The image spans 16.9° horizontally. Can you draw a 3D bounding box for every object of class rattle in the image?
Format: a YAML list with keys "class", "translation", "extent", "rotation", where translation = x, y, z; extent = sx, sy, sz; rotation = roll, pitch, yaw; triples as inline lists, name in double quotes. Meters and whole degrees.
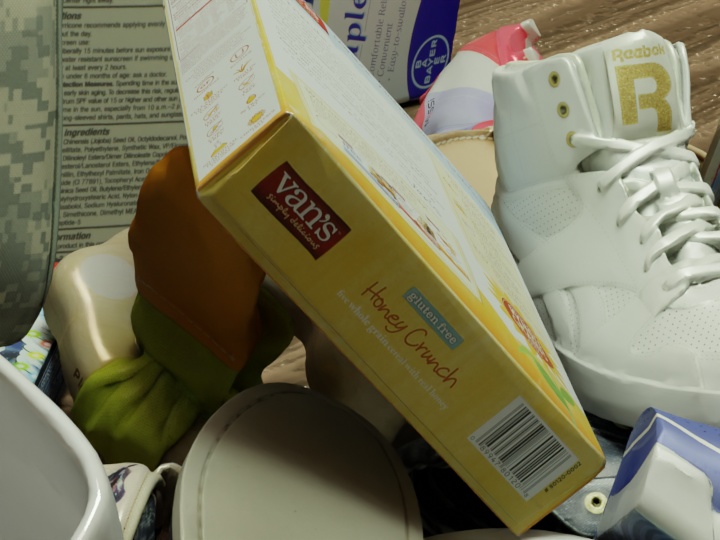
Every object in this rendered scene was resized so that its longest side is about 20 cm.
- class: "rattle"
  translation: [0.000, 0.000, 0.840]
  extent: [0.199, 0.143, 0.130]
  rotation: [-1, 32, -28]

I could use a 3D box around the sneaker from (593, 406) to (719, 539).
- class: "sneaker"
  translation: [0.173, 0.071, 0.705]
  extent: [0.199, 0.115, 0.081]
  rotation: [25, -16, -4]

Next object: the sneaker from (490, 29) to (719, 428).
- class: "sneaker"
  translation: [0.094, -0.019, 0.800]
  extent: [0.073, 0.116, 0.200]
  rotation: [-8, 17, -24]

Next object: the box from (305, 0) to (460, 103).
- class: "box"
  translation: [-0.043, -0.171, 1.197]
  extent: [0.105, 0.185, 0.200]
  rotation: [27, 29, 36]

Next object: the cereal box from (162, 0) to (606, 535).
- class: "cereal box"
  translation: [0.001, -0.021, 0.742]
  extent: [0.144, 0.039, 0.200]
  rotation: [47, 10, -21]

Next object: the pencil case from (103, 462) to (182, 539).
- class: "pencil case"
  translation: [-0.150, 0.075, 0.685]
  extent: [0.199, 0.078, 0.090]
  rotation: [10, 66, 8]

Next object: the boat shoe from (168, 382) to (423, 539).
- class: "boat shoe"
  translation: [-0.030, 0.104, 0.648]
  extent: [0.072, 0.063, 0.200]
  rotation: [25, 31, -10]

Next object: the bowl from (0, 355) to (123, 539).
- class: "bowl"
  translation: [-0.161, 0.093, 0.568]
  extent: [0.199, 0.075, 0.200]
  rotation: [30, 66, 39]

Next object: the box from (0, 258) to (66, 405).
- class: "box"
  translation: [-0.204, 0.024, 0.855]
  extent: [0.199, 0.040, 0.137]
  rotation: [8, 21, 0]

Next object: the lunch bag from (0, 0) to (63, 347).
- class: "lunch bag"
  translation: [-0.201, -0.045, 0.730]
  extent: [0.167, 0.140, 0.200]
  rotation: [3, 1, -31]

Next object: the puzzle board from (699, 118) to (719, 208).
- class: "puzzle board"
  translation: [0.153, -0.044, 0.939]
  extent: [0.017, 0.151, 0.200]
  rotation: [27, 41, 11]

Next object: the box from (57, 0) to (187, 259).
- class: "box"
  translation: [-0.105, -0.107, 0.993]
  extent: [0.127, 0.201, 0.109]
  rotation: [-3, 25, -26]

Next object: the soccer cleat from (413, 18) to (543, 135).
- class: "soccer cleat"
  translation: [0.053, -0.048, 1.106]
  extent: [0.076, 0.067, 0.200]
  rotation: [-32, 22, 24]

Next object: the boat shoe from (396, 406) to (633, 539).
- class: "boat shoe"
  translation: [0.106, 0.087, 0.773]
  extent: [0.200, 0.071, 0.091]
  rotation: [13, 22, 31]

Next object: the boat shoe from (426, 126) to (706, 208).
- class: "boat shoe"
  translation: [0.082, -0.036, 0.982]
  extent: [0.200, 0.069, 0.074]
  rotation: [1, 56, -53]

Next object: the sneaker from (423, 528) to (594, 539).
- class: "sneaker"
  translation: [0.074, 0.128, 0.648]
  extent: [0.199, 0.074, 0.082]
  rotation: [16, 23, 26]
